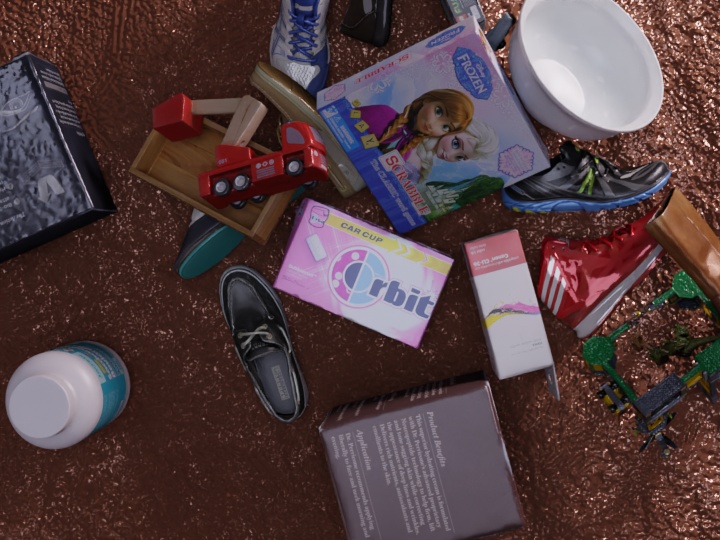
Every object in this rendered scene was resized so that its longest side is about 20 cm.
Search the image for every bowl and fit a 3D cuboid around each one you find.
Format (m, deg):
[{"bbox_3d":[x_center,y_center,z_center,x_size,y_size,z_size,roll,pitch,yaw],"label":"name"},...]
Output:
[{"bbox_3d":[0.242,-0.225,1.467,0.200,0.090,0.202,14,59,-25],"label":"bowl"}]

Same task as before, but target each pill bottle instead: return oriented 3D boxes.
[{"bbox_3d":[-0.342,0.145,1.483,0.110,0.200,0.112,0,93,3],"label":"pill bottle"}]

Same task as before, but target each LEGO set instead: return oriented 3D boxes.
[{"bbox_3d":[0.363,0.109,1.500,0.200,0.116,0.154,-43,60,-6],"label":"LEGO set"}]

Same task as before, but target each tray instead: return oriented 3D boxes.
[{"bbox_3d":[-0.169,-0.116,1.499,0.199,0.037,0.099,28,85,27],"label":"tray"}]

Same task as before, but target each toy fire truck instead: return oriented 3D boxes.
[{"bbox_3d":[-0.136,-0.146,1.447,0.199,0.049,0.142,-14,69,19],"label":"toy fire truck"}]

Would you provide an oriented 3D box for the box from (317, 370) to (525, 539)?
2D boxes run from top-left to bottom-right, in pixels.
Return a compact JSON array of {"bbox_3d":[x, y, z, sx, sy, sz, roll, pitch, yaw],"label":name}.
[{"bbox_3d":[0.071,0.225,1.478,0.199,0.164,0.167,-14,91,4],"label":"box"}]

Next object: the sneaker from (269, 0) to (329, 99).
[{"bbox_3d":[-0.072,-0.297,1.506,0.075,0.088,0.201,3,94,2],"label":"sneaker"}]

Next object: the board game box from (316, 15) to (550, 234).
[{"bbox_3d":[0.084,-0.159,1.444,0.199,0.041,0.200,-24,125,17],"label":"board game box"}]

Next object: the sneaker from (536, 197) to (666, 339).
[{"bbox_3d":[0.283,-0.028,1.499,0.115,0.078,0.200,38,93,0],"label":"sneaker"}]

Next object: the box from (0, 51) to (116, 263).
[{"bbox_3d":[-0.427,-0.123,1.519,0.196,0.117,0.201,-23,90,4],"label":"box"}]

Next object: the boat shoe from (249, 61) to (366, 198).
[{"bbox_3d":[-0.062,-0.160,1.496,0.066,0.074,0.200,-43,110,12],"label":"boat shoe"}]

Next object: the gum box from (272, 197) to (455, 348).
[{"bbox_3d":[0.000,0.000,1.522,0.199,0.066,0.114,23,94,3],"label":"gum box"}]

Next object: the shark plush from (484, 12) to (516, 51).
[{"bbox_3d":[0.113,-0.212,1.470,0.200,0.083,0.091,-30,96,31],"label":"shark plush"}]

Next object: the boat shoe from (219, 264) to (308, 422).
[{"bbox_3d":[-0.115,0.087,1.535,0.070,0.064,0.201,-24,91,4],"label":"boat shoe"}]

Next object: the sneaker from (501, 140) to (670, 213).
[{"bbox_3d":[0.264,-0.112,1.499,0.198,0.071,0.083,-3,98,7],"label":"sneaker"}]

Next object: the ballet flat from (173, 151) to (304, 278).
[{"bbox_3d":[-0.153,-0.072,1.535,0.200,0.073,0.073,-38,90,10],"label":"ballet flat"}]

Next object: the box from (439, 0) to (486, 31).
[{"bbox_3d":[0.091,-0.366,1.481,0.035,0.110,0.201,-23,90,4],"label":"box"}]

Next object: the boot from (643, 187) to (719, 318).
[{"bbox_3d":[0.410,-0.008,1.450,0.200,0.188,0.068,49,130,5],"label":"boot"}]

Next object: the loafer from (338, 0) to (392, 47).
[{"bbox_3d":[0.005,-0.366,1.504,0.071,0.073,0.201,3,93,2],"label":"loafer"}]

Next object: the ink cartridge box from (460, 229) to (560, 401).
[{"bbox_3d":[0.174,0.057,1.489,0.067,0.116,0.201,-15,91,3],"label":"ink cartridge box"}]
